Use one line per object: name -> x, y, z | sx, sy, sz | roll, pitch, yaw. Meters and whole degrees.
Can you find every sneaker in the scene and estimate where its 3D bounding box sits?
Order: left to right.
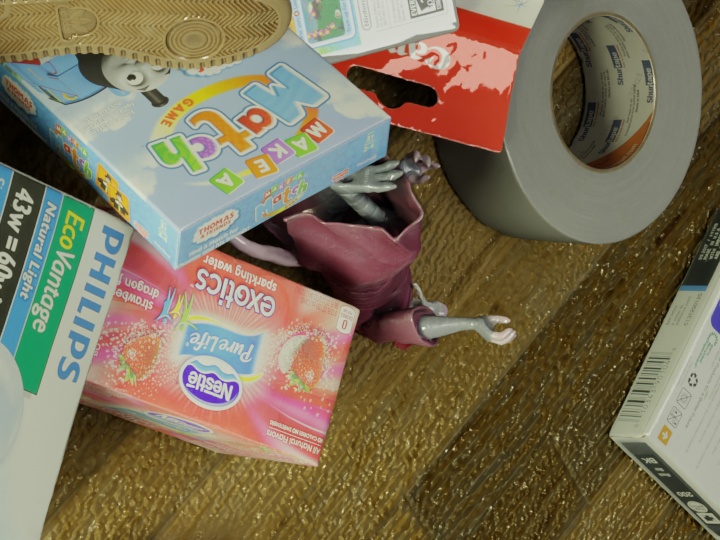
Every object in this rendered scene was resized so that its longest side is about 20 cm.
sneaker -> -0.139, -0.169, 1.600 | 0.070, 0.200, 0.109 | 94, -6, -47

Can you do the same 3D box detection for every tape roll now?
tape roll -> 0.138, -0.118, 1.935 | 0.200, 0.066, 0.200 | -3, 94, -43

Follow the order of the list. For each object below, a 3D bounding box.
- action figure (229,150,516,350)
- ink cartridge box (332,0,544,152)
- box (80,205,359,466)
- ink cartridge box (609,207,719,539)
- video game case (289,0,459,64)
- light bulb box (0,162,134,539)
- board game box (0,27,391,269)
action figure -> 0.000, 0.000, 1.786 | 0.149, 0.134, 0.200 | -25, 144, -3
ink cartridge box -> 0.041, -0.190, 1.808 | 0.160, 0.047, 0.200 | 15, 79, -16
box -> -0.110, 0.039, 1.687 | 0.200, 0.095, 0.103 | 24, 76, -42
ink cartridge box -> 0.283, 0.089, 2.098 | 0.200, 0.043, 0.198 | 43, 64, -34
video game case -> -0.042, -0.219, 1.745 | 0.182, 0.024, 0.200 | -16, 104, -19
light bulb box -> -0.252, 0.032, 1.532 | 0.200, 0.125, 0.198 | 25, 75, -40
board game box -> -0.105, -0.101, 1.614 | 0.151, 0.200, 0.037 | -30, 149, -31
